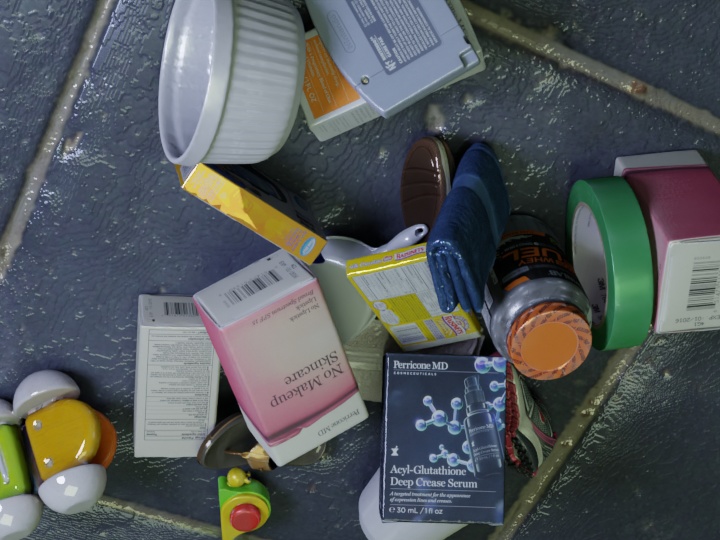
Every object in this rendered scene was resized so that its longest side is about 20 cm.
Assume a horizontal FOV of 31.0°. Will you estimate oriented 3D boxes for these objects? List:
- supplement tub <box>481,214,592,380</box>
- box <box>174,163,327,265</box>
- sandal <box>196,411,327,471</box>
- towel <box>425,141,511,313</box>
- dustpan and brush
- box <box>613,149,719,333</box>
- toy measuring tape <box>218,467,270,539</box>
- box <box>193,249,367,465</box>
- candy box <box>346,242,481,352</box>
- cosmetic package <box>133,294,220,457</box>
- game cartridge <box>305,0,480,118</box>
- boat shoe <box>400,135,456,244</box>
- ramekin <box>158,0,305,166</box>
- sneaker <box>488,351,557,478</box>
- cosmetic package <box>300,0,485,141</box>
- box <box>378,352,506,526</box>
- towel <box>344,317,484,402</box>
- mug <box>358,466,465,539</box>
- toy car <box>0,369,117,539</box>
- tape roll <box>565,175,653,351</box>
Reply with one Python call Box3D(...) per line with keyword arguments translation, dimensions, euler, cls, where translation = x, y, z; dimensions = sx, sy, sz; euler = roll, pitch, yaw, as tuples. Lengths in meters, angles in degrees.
Box3D(translation=(0.200, 0.032, 1.534), dimensions=(0.121, 0.201, 0.123), euler=(-5, 123, -7), cls="supplement tub")
Box3D(translation=(-0.116, -0.079, 1.459), dimensions=(0.199, 0.119, 0.042), euler=(30, 105, -25), cls="box")
Box3D(translation=(-0.116, 0.229, 1.654), dimensions=(0.199, 0.055, 0.082), euler=(13, 107, -41), cls="sandal")
Box3D(translation=(0.128, -0.051, 1.474), dimensions=(0.048, 0.201, 0.112), euler=(-1, 129, 24), cls="towel")
Box3D(translation=(0.000, 0.000, 1.550), dimensions=(0.199, 0.057, 0.140), euler=(-28, 107, 38), cls="dustpan and brush")
Box3D(translation=(0.371, -0.037, 1.519), dimensions=(0.108, 0.201, 0.129), euler=(-5, 123, -6), cls="box")
Box3D(translation=(-0.154, 0.345, 1.753), dimensions=(0.073, 0.074, 0.202), euler=(-4, 123, -7), cls="toy measuring tape")
Box3D(translation=(-0.091, 0.100, 1.508), dimensions=(0.127, 0.109, 0.201), euler=(-28, 119, -13), cls="box")
Box3D(translation=(0.065, 0.035, 1.517), dimensions=(0.101, 0.027, 0.200), euler=(-14, 146, 16), cls="candy box")
Box3D(translation=(-0.227, 0.131, 1.602), dimensions=(0.104, 0.071, 0.202), euler=(2, 122, -13), cls="cosmetic package")
Box3D(translation=(0.020, -0.265, 1.341), dimensions=(0.132, 0.042, 0.201), euler=(-30, 78, 9), cls="game cartridge")
Box3D(translation=(0.095, -0.067, 1.544), dimensions=(0.074, 0.074, 0.204), euler=(-22, 124, -38), cls="boat shoe")
Box3D(translation=(-0.132, -0.203, 1.338), dimensions=(0.104, 0.201, 0.201), euler=(6, 121, -24), cls="ramekin")
Box3D(translation=(0.204, 0.179, 1.705), dimensions=(0.075, 0.080, 0.201), euler=(-44, 133, -27), cls="sneaker")
Box3D(translation=(0.023, -0.228, 1.390), dimensions=(0.199, 0.071, 0.102), euler=(-24, 80, 5), cls="cosmetic package")
Box3D(translation=(0.099, 0.202, 1.577), dimensions=(0.147, 0.107, 0.202), euler=(1, 85, -1), cls="box")
Box3D(translation=(0.053, 0.115, 1.662), dimensions=(0.198, 0.035, 0.134), euler=(6, 120, -13), cls="towel")
Box3D(translation=(0.090, 0.311, 1.732), dimensions=(0.186, 0.150, 0.153), euler=(31, 121, -18), cls="mug")
Box3D(translation=(-0.395, 0.234, 1.607), dimensions=(0.199, 0.176, 0.150), euler=(-25, 159, 6), cls="toy car")
Box3D(translation=(0.289, -0.008, 1.523), dimensions=(0.048, 0.201, 0.202), euler=(-7, 123, -6), cls="tape roll")
